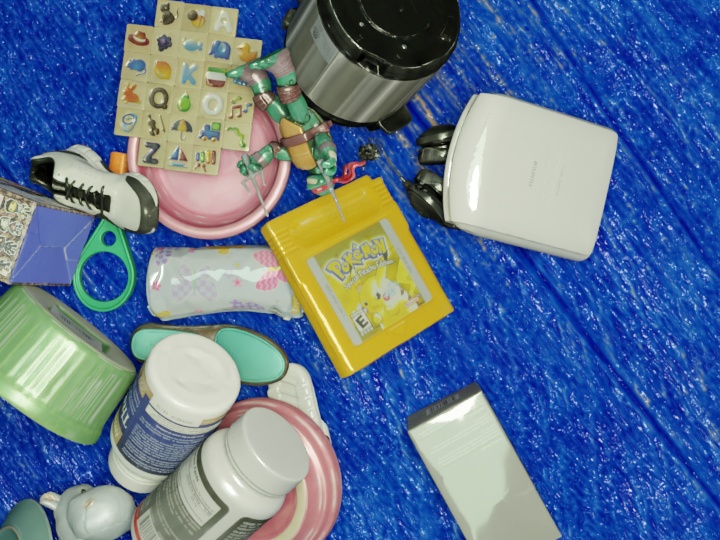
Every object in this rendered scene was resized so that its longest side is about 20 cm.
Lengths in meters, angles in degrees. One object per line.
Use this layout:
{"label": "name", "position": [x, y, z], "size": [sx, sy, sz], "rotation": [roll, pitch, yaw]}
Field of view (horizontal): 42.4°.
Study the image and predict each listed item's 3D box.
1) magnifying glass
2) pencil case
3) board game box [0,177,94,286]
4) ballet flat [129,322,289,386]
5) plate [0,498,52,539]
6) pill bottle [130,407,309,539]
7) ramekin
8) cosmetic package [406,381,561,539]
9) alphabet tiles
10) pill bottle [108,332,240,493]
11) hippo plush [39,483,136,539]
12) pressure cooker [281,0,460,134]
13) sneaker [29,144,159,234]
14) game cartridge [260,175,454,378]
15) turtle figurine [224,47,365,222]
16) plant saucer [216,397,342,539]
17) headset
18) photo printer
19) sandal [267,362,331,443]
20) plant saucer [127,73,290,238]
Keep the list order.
{"label": "magnifying glass", "position": [-0.316, -0.048, 1.173], "size": [0.079, 0.022, 0.202], "rotation": [8, 92, 3]}
{"label": "pencil case", "position": [-0.160, 0.014, 1.133], "size": [0.198, 0.083, 0.091], "rotation": [0, 103, 2]}
{"label": "board game box", "position": [-0.448, -0.062, 1.099], "size": [0.199, 0.159, 0.097], "rotation": [21, 91, 9]}
{"label": "ballet flat", "position": [-0.181, 0.096, 1.140], "size": [0.198, 0.068, 0.069], "rotation": [11, 88, 3]}
{"label": "plate", "position": [-0.415, 0.374, 1.102], "size": [0.025, 0.200, 0.202], "rotation": [14, 91, -38]}
{"label": "pill bottle", "position": [-0.155, 0.250, 1.038], "size": [0.114, 0.114, 0.200], "rotation": [47, 111, 2]}
{"label": "ramekin", "position": [-0.360, 0.103, 1.089], "size": [0.200, 0.200, 0.098], "rotation": [39, 84, 2]}
{"label": "cosmetic package", "position": [0.146, 0.249, 1.118], "size": [0.106, 0.090, 0.201], "rotation": [-27, 91, 2]}
{"label": "alphabet tiles", "position": [-0.206, -0.219, 1.109], "size": [0.165, 0.006, 0.202], "rotation": [7, 90, 3]}
{"label": "pill bottle", "position": [-0.226, 0.174, 1.085], "size": [0.111, 0.111, 0.200], "rotation": [37, 127, 2]}
{"label": "hippo plush", "position": [-0.310, 0.342, 1.129], "size": [0.159, 0.199, 0.162], "rotation": [14, 66, -38]}
{"label": "pressure cooker", "position": [0.001, -0.266, 1.076], "size": [0.177, 0.200, 0.177], "rotation": [13, 69, -18]}
{"label": "sneaker", "position": [-0.317, -0.091, 1.102], "size": [0.199, 0.080, 0.074], "rotation": [25, 115, 33]}
{"label": "game cartridge", "position": [0.000, 0.000, 1.107], "size": [0.176, 0.032, 0.201], "rotation": [-29, 90, -31]}
{"label": "turtle figurine", "position": [-0.078, -0.147, 1.061], "size": [0.149, 0.101, 0.201], "rotation": [-11, 110, 39]}
{"label": "plant saucer", "position": [-0.121, 0.255, 1.113], "size": [0.199, 0.051, 0.202], "rotation": [2, 95, 23]}
{"label": "headset", "position": [0.094, -0.120, 1.116], "size": [0.198, 0.094, 0.124], "rotation": [14, 90, -9]}
{"label": "photo printer", "position": [0.194, -0.112, 1.091], "size": [0.199, 0.069, 0.168], "rotation": [14, 90, -20]}
{"label": "sandal", "position": [-0.068, 0.214, 1.140], "size": [0.082, 0.050, 0.204], "rotation": [-2, 93, 26]}
{"label": "plant saucer", "position": [-0.183, -0.139, 1.143], "size": [0.199, 0.051, 0.202], "rotation": [0, 89, 2]}
